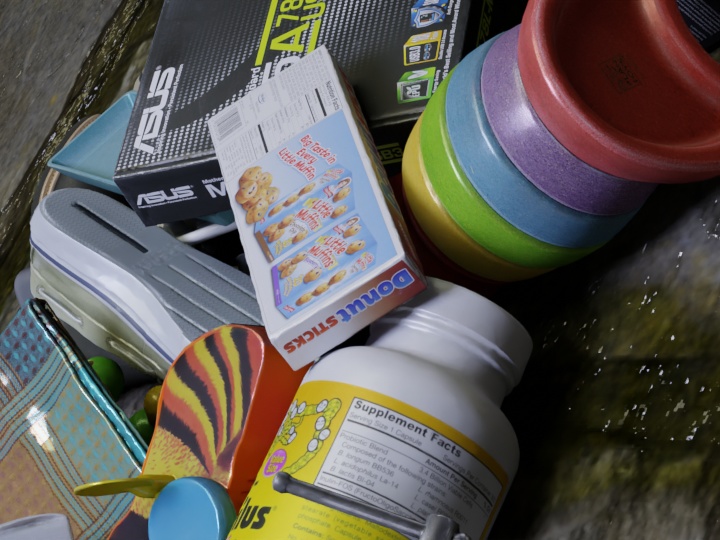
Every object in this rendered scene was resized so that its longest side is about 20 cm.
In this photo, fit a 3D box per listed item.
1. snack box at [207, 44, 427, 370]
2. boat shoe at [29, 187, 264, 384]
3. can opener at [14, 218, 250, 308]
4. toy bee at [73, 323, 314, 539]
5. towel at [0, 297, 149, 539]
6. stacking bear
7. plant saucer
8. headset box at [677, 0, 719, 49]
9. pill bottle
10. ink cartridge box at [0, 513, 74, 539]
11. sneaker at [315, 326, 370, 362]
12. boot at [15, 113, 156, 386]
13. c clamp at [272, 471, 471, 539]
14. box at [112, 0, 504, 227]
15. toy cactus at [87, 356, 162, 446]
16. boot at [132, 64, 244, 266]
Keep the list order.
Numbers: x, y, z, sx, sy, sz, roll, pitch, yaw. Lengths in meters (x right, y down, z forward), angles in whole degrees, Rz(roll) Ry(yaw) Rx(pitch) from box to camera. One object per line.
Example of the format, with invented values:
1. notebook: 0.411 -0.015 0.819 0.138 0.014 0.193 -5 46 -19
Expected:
1. snack box: -0.023 -0.034 1.157 0.072 0.024 0.200 -31 33 8
2. boat shoe: -0.098 0.028 1.323 0.200 0.072 0.062 36 131 27
3. can opener: -0.098 0.000 1.378 0.199 0.067 0.053 -20 1 30
4. toy bee: -0.086 0.119 1.145 0.108 0.131 0.201 8 70 40
5. towel: -0.152 0.133 1.257 0.147 0.022 0.200 -48 65 23
6. stacking bear: 0.069 -0.044 1.152 0.114 0.122 0.200 -26 -11 -43
7. plant saucer: -0.103 -0.062 1.386 0.070 0.019 0.200 -43 30 -19
8. headset box: 0.178 -0.210 1.185 0.200 0.093 0.175 -29 36 41
9. pill bottle: 0.004 0.105 1.086 0.104 0.104 0.201 -7 52 56
10. ink cartridge box: -0.165 0.227 1.196 0.160 0.047 0.201 -25 79 57
11. sneaker: 0.000 0.000 1.264 0.072 0.072 0.201 -12 46 31
12. boot: -0.134 -0.009 1.493 0.138 0.077 0.201 -16 59 45
13. c clamp: 0.023 0.186 0.953 0.170 0.027 0.201 11 62 11
14. box: -0.020 -0.123 1.314 0.192 0.048 0.201 -8 47 22
15. toy cactus: -0.152 0.127 1.351 0.200 0.102 0.166 21 97 56
16. boot: -0.053 -0.119 1.448 0.204 0.073 0.154 -51 38 14
